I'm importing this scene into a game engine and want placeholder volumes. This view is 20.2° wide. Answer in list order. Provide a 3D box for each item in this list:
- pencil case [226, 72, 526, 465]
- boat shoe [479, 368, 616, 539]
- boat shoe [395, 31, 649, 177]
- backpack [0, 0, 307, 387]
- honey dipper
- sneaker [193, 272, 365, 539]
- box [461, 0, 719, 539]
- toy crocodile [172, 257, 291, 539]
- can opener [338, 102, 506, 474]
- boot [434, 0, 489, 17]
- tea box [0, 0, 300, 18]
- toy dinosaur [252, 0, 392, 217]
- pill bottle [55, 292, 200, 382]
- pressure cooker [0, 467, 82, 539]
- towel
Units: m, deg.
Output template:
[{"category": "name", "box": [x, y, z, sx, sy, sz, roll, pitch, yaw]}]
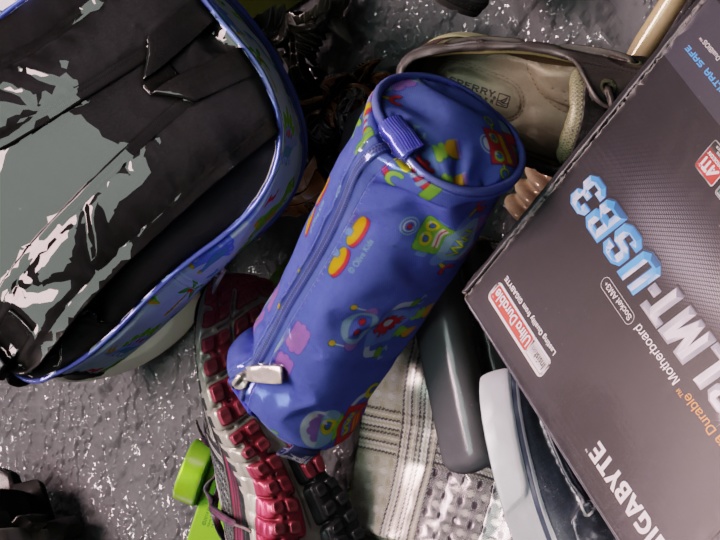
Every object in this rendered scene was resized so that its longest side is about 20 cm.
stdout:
[{"category": "pencil case", "box": [0.000, 0.000, 0.971, 0.078, 0.086, 0.201, 50, 129, 25]}, {"category": "boat shoe", "box": [0.126, 0.131, 0.957, 0.090, 0.071, 0.202, -20, 90, 12]}, {"category": "boat shoe", "box": [0.110, -0.071, 0.967, 0.198, 0.065, 0.074, 10, 101, 19]}, {"category": "backpack", "box": [-0.130, -0.062, 1.046, 0.200, 0.147, 0.184, -38, 84, 11]}, {"category": "honey dipper", "box": [0.138, -0.104, 1.003, 0.038, 0.038, 0.201, 48, 117, 34]}, {"category": "sneaker", "box": [-0.058, 0.102, 1.099, 0.074, 0.080, 0.202, -15, 86, 53]}, {"category": "box", "box": [0.154, 0.008, 0.862, 0.199, 0.049, 0.201, -51, 44, 23]}, {"category": "toy crocodile", "box": [-0.062, 0.089, 1.170, 0.067, 0.062, 0.201, 16, 107, 7]}, {"category": "can opener", "box": [0.035, 0.007, 1.038, 0.067, 0.053, 0.202, -22, 76, 47]}, {"category": "boot", "box": [0.063, -0.241, 1.035, 0.131, 0.069, 0.201, -36, 53, 37]}, {"category": "tea box", "box": [-0.131, -0.236, 1.195, 0.196, 0.133, 0.202, -27, 71, 41]}, {"category": "toy dinosaur", "box": [-0.028, -0.077, 1.121, 0.199, 0.102, 0.137, -23, 93, 12]}, {"category": "pill bottle", "box": [-0.184, -0.042, 1.253, 0.112, 0.112, 0.201, -43, 62, 34]}, {"category": "pressure cooker", "box": [-0.265, 0.222, 1.277, 0.178, 0.175, 0.201, -31, 71, 34]}, {"category": "towel", "box": [0.069, 0.086, 1.054, 0.192, 0.034, 0.202, 15, 100, 39]}]
